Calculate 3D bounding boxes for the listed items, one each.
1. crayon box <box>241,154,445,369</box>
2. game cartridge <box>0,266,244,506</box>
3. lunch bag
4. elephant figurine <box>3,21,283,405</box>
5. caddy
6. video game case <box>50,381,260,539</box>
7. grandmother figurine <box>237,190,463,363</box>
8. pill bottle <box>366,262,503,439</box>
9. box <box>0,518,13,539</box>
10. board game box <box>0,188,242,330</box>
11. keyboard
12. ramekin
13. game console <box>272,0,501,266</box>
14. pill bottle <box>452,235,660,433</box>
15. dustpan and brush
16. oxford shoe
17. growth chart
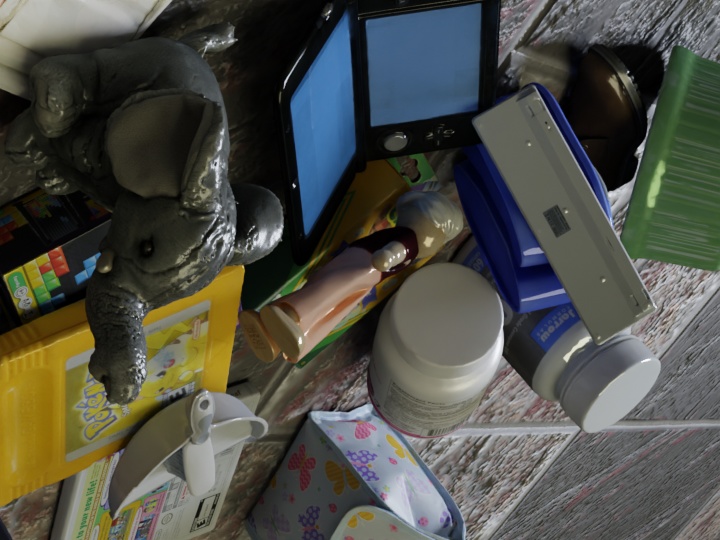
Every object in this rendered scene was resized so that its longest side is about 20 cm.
[{"bbox_3d":[-0.009,-0.018,1.197,0.200,0.052,0.126,-41,150,-1],"label":"crayon box"},{"bbox_3d":[-0.180,0.078,1.033,0.199,0.032,0.177,-26,149,-29],"label":"game cartridge"},{"bbox_3d":[-0.001,0.258,1.415,0.127,0.200,0.170,-4,134,-46],"label":"lunch bag"},{"bbox_3d":[-0.114,-0.042,0.863,0.141,0.200,0.156,0,128,-45],"label":"elephant figurine"},{"bbox_3d":[0.151,-0.061,1.194,0.104,0.201,0.142,-17,145,-7],"label":"caddy"},{"bbox_3d":[-0.190,0.195,1.295,0.181,0.022,0.201,-16,142,-37],"label":"video game case"},{"bbox_3d":[0.000,0.000,1.095,0.200,0.121,0.061,-34,110,-30],"label":"grandmother figurine"},{"bbox_3d":[0.067,0.073,1.296,0.113,0.114,0.200,-32,164,-16],"label":"pill bottle"},{"bbox_3d":[-0.323,0.192,0.959,0.117,0.200,0.197,-18,143,-33],"label":"box"},{"bbox_3d":[-0.174,0.007,1.037,0.165,0.057,0.200,-30,148,-17],"label":"board game box"},{"bbox_3d":[0.157,-0.042,1.103,0.056,0.201,0.011,-29,-176,3],"label":"keyboard"},{"bbox_3d":[0.306,-0.096,1.313,0.200,0.097,0.201,16,90,-80],"label":"ramekin"},{"bbox_3d":[0.024,-0.114,1.035,0.175,0.117,0.200,-9,144,-4],"label":"game console"},{"bbox_3d":[0.181,0.049,1.352,0.113,0.200,0.114,-29,147,-21],"label":"pill bottle"},{"bbox_3d":[-0.126,0.126,1.075,0.139,0.057,0.200,-28,150,-21],"label":"dustpan and brush"},{"bbox_3d":[0.206,-0.121,1.291,0.084,0.073,0.200,-31,148,-14],"label":"oxford shoe"},{"bbox_3d":[-0.157,-0.178,0.854,0.200,0.018,0.145,-45,149,5],"label":"growth chart"}]
